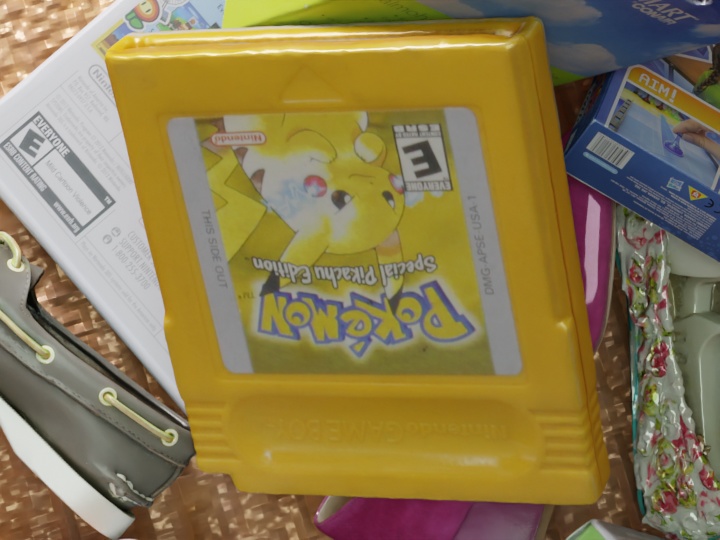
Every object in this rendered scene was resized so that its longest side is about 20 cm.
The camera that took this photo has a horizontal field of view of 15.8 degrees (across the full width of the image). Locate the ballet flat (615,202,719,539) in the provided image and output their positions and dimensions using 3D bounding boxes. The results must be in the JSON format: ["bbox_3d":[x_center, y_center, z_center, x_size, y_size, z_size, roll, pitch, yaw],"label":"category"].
[{"bbox_3d":[0.146,0.017,1.093,0.076,0.064,0.201,-13,98,-43],"label":"ballet flat"}]

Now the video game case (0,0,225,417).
[{"bbox_3d":[-0.040,-0.038,1.113,0.182,0.023,0.200,-41,90,-2],"label":"video game case"}]

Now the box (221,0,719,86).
[{"bbox_3d":[0.055,-0.110,0.994,0.122,0.200,0.048,19,70,-39],"label":"box"}]

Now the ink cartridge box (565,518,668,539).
[{"bbox_3d":[0.155,0.192,1.038,0.059,0.104,0.200,-47,64,10],"label":"ink cartridge box"}]

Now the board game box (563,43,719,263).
[{"bbox_3d":[0.190,-0.045,1.071,0.200,0.034,0.136,31,48,-5],"label":"board game box"}]

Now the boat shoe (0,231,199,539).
[{"bbox_3d":[-0.152,0.021,1.085,0.060,0.072,0.202,-43,96,-1],"label":"boat shoe"}]

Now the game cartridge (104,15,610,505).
[{"bbox_3d":[0.000,0.000,1.020,0.176,0.032,0.200,0,115,23],"label":"game cartridge"}]

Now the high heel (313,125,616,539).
[{"bbox_3d":[0.045,0.030,1.083,0.096,0.067,0.200,9,112,-11],"label":"high heel"}]
